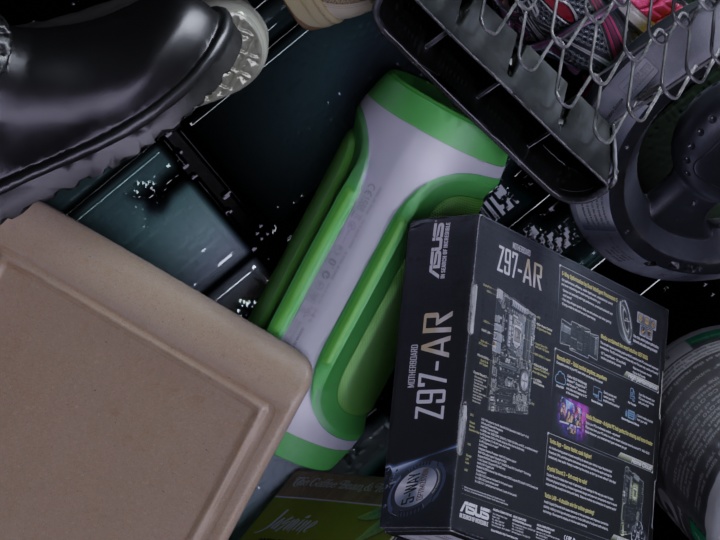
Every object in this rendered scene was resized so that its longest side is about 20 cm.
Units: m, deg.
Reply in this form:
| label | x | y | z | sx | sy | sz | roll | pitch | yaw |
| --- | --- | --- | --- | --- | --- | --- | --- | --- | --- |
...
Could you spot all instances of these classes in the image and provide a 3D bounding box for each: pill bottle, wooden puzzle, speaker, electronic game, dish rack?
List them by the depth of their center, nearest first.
| label | x | y | z | sx | sy | sz | roll | pitch | yaw |
| --- | --- | --- | --- | --- | --- | --- | --- | --- | --- |
| dish rack | 0.123 | -0.138 | 1.409 | 0.153 | 0.055 | 0.200 | 42 | 129 | -17 |
| wooden puzzle | -0.144 | 0.089 | 1.500 | 0.185 | 0.037 | 0.200 | 30 | 98 | 8 |
| speaker | 0.000 | 0.000 | 1.514 | 0.088 | 0.088 | 0.200 | 24 | 101 | -22 |
| electronic game | 0.202 | -0.071 | 1.542 | 0.200 | 0.042 | 0.200 | -12 | 135 | -12 |
| pill bottle | 0.222 | 0.112 | 1.552 | 0.113 | 0.200 | 0.113 | -5 | 110 | -14 |

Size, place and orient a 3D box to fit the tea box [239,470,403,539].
| label | x | y | z | sx | sy | sz | roll | pitch | yaw |
| --- | --- | --- | --- | --- | --- | --- | --- | --- | --- |
| tea box | 0.004 | 0.243 | 1.536 | 0.197 | 0.134 | 0.200 | -50 | 116 | -25 |

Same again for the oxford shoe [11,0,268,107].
| label | x | y | z | sx | sy | sz | roll | pitch | yaw |
| --- | --- | --- | --- | --- | --- | --- | --- | --- | --- |
| oxford shoe | -0.142 | -0.099 | 1.461 | 0.200 | 0.058 | 0.075 | -15 | 119 | 6 |

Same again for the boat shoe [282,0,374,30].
| label | x | y | z | sx | sy | sz | roll | pitch | yaw |
| --- | --- | --- | --- | --- | --- | --- | --- | --- | --- |
| boat shoe | -0.035 | -0.200 | 1.417 | 0.064 | 0.071 | 0.200 | -12 | 140 | 21 |

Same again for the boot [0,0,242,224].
| label | x | y | z | sx | sy | sz | roll | pitch | yaw |
| --- | --- | --- | --- | --- | --- | --- | --- | --- | --- |
| boot | -0.171 | -0.112 | 1.349 | 0.211 | 0.079 | 0.158 | -31 | 118 | -10 |

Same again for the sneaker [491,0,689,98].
| label | x | y | z | sx | sy | sz | roll | pitch | yaw |
| --- | --- | --- | --- | --- | --- | --- | --- | --- | --- |
| sneaker | 0.089 | -0.151 | 1.490 | 0.200 | 0.081 | 0.075 | 35 | 100 | -24 |

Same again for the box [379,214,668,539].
| label | x | y | z | sx | sy | sz | roll | pitch | yaw |
| --- | --- | --- | --- | --- | --- | --- | --- | --- | --- |
| box | 0.088 | 0.073 | 1.498 | 0.200 | 0.044 | 0.160 | 23 | 68 | -53 |
